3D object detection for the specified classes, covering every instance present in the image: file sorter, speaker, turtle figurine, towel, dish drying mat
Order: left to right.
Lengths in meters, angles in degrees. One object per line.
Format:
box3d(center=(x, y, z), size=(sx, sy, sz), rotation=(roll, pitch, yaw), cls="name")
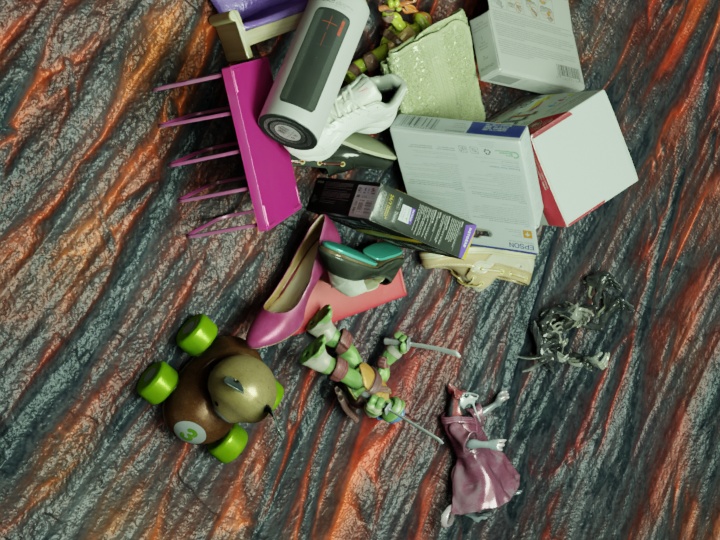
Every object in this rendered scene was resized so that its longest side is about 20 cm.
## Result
box3d(center=(-0.173, -0.154, 1.480), size=(0.124, 0.139, 0.202), rotation=(-9, 102, 18), cls="file sorter")
box3d(center=(-0.056, -0.256, 1.455), size=(0.081, 0.081, 0.202), rotation=(31, 67, -26), cls="speaker")
box3d(center=(-0.028, 0.030, 1.658), size=(0.198, 0.018, 0.078), rotation=(-19, 104, -24), cls="dish drying mat")
box3d(center=(0.024, 0.129, 1.607), size=(0.193, 0.199, 0.145), rotation=(38, 68, -22), cls="turtle figurine")
box3d(center=(0.044, -0.314, 1.620), size=(0.161, 0.064, 0.200), rotation=(-46, 134, -5), cls="turtle figurine")
box3d(center=(0.106, -0.254, 1.636), size=(0.148, 0.036, 0.201), rotation=(-34, 136, -16), cls="towel")

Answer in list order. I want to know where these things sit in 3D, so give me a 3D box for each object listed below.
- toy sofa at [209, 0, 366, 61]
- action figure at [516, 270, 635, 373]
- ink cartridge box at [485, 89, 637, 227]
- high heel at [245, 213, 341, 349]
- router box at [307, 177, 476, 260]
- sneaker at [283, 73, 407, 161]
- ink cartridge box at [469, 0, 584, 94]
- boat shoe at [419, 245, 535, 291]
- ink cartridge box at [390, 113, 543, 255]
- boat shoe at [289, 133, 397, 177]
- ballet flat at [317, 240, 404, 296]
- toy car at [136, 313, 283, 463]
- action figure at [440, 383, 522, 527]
box3d(center=(-0.097, -0.354, 1.538), size=(0.199, 0.083, 0.099), rotation=(-25, 108, -22), cls="toy sofa")
box3d(center=(0.336, 0.092, 1.803), size=(0.200, 0.102, 0.119), rotation=(-42, 124, -18), cls="action figure")
box3d(center=(0.266, -0.162, 1.680), size=(0.145, 0.200, 0.146), rotation=(-33, 107, -20), cls="ink cartridge box")
box3d(center=(-0.092, 0.015, 1.555), size=(0.200, 0.067, 0.097), rotation=(-42, 135, -28), cls="high heel")
box3d(center=(0.039, -0.072, 1.575), size=(0.156, 0.200, 0.053), rotation=(21, 87, -27), cls="router box")
box3d(center=(-0.020, -0.213, 1.514), size=(0.199, 0.099, 0.078), rotation=(-32, 80, -34), cls="sneaker")
box3d(center=(0.240, -0.353, 1.700), size=(0.199, 0.044, 0.178), rotation=(3, 74, -43), cls="ink cartridge box")
box3d(center=(0.178, -0.003, 1.725), size=(0.198, 0.074, 0.070), rotation=(0, 92, -27), cls="boat shoe")
box3d(center=(0.152, -0.120, 1.614), size=(0.041, 0.198, 0.201), rotation=(-56, 144, -37), cls="ink cartridge box")
box3d(center=(-0.041, -0.165, 1.601), size=(0.200, 0.074, 0.064), rotation=(8, 115, -32), cls="boat shoe")
box3d(center=(0.000, 0.000, 1.582), size=(0.199, 0.068, 0.069), rotation=(1, 113, -59), cls="ballet flat")
box3d(center=(-0.168, 0.167, 1.502), size=(0.164, 0.200, 0.158), rotation=(44, 77, -24), cls="toy car")
box3d(center=(0.165, 0.265, 1.759), size=(0.148, 0.134, 0.202), rotation=(-22, 95, 21), cls="action figure")
